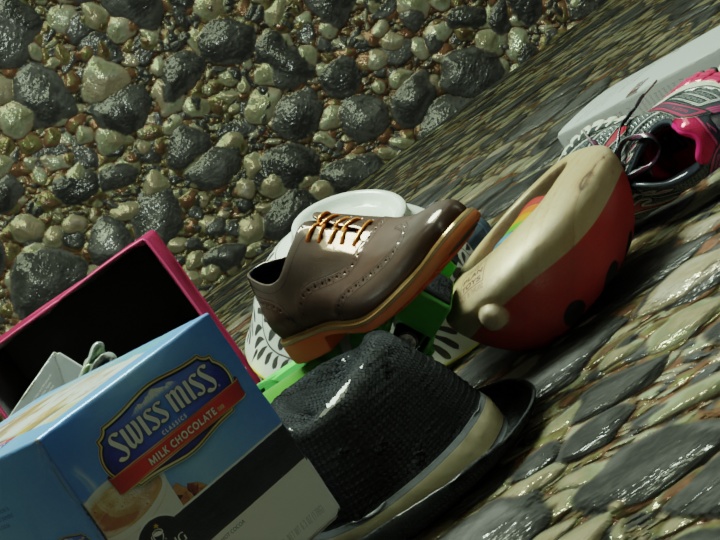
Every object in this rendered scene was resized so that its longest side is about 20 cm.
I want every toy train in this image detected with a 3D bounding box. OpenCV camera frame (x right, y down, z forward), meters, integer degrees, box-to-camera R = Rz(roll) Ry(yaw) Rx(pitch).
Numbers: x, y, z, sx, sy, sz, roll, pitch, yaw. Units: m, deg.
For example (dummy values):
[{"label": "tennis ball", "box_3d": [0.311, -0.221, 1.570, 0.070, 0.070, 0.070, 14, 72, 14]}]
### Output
[{"label": "toy train", "box_3d": [0.041, 0.001, 1.257, 0.056, 0.042, 0.200, -60, 6, 20]}]

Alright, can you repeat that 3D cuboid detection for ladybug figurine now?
[{"label": "ladybug figurine", "box_3d": [0.126, -0.009, 1.250, 0.136, 0.072, 0.200, -42, 5, 41]}]

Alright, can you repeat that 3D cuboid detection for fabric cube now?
[{"label": "fabric cube", "box_3d": [-0.222, 0.097, 1.774, 0.200, 0.196, 0.199, -36, 7, -2]}]

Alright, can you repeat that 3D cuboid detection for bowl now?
[{"label": "bowl", "box_3d": [0.000, 0.000, 1.409, 0.201, 0.094, 0.201, -11, 26, 6]}]

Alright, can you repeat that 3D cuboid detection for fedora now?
[{"label": "fedora", "box_3d": [0.007, 0.091, 1.083, 0.201, 0.092, 0.201, -35, 7, 5]}]

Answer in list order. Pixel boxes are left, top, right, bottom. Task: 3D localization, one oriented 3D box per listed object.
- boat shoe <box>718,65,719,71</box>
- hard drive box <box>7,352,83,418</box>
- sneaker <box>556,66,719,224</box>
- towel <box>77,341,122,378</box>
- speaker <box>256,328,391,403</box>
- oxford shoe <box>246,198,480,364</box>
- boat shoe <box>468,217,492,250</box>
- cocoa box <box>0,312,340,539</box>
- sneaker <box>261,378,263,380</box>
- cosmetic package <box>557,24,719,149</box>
[{"label": "boat shoe", "box_3d": [0.336, -0.180, 1.384, 0.200, 0.075, 0.062, -32, 44, -13]}, {"label": "hard drive box", "box_3d": [-0.253, 0.174, 1.482, 0.156, 0.077, 0.200, -57, -3, -23]}, {"label": "sneaker", "box_3d": [0.193, -0.076, 1.340, 0.075, 0.081, 0.200, -40, 1, -42]}, {"label": "towel", "box_3d": [-0.177, 0.147, 1.249, 0.200, 0.048, 0.171, 101, -179, -75]}, {"label": "speaker", "box_3d": [-0.052, 0.118, 1.235, 0.200, 0.088, 0.088, -34, 7, 13]}, {"label": "oxford shoe", "box_3d": [-0.005, -0.005, 1.145, 0.200, 0.073, 0.071, -32, 10, 48]}, {"label": "boat shoe", "box_3d": [0.052, 0.013, 1.559, 0.075, 0.062, 0.200, -43, 9, -37]}, {"label": "cocoa box", "box_3d": [-0.139, 0.129, 1.014, 0.133, 0.131, 0.200, -38, 8, -40]}, {"label": "sneaker", "box_3d": [-0.021, 0.076, 1.510, 0.089, 0.077, 0.200, -28, 10, -24]}, {"label": "cosmetic package", "box_3d": [0.265, -0.139, 1.521, 0.200, 0.074, 0.102, -30, 8, 46]}]
